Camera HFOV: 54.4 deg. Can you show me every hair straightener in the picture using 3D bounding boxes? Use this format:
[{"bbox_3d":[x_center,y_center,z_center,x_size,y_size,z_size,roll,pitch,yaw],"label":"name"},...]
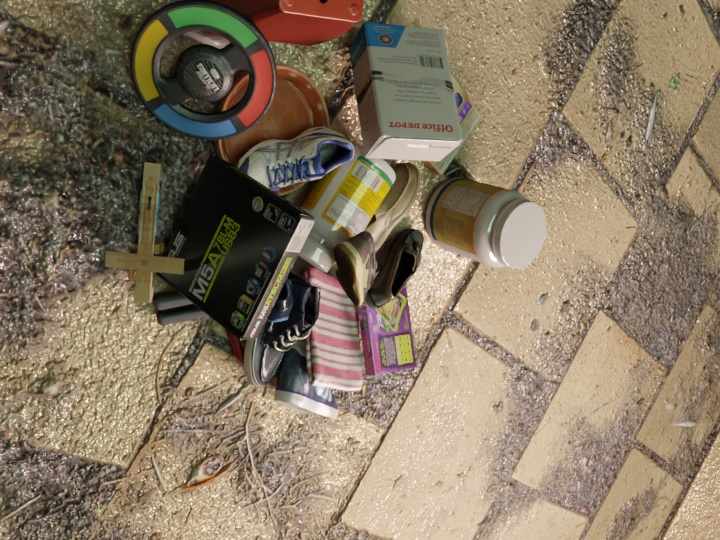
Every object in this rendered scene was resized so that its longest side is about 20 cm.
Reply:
[{"bbox_3d":[-0.199,0.054,1.155,0.077,0.041,0.202,-29,117,-26],"label":"hair straightener"}]

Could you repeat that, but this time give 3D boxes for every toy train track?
[{"bbox_3d":[-0.309,-0.055,1.026,0.113,0.033,0.203,6,97,-2],"label":"toy train track"}]

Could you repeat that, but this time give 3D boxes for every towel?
[{"bbox_3d":[-0.044,0.105,1.214,0.146,0.030,0.202,18,64,-54],"label":"towel"}]

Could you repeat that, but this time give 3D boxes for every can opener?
[{"bbox_3d":[-0.217,0.046,1.082,0.198,0.067,0.053,-9,113,-10],"label":"can opener"}]

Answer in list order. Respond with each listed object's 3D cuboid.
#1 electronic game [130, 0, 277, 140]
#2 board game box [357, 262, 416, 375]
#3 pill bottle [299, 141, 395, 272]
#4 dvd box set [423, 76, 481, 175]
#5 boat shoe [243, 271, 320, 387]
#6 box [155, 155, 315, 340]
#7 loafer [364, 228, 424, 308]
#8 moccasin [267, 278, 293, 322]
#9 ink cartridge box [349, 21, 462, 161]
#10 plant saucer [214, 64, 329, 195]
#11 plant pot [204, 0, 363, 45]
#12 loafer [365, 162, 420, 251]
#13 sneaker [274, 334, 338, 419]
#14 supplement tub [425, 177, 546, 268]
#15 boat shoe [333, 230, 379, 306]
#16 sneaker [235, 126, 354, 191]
[{"bbox_3d":[-0.214,-0.270,0.963,0.197,0.042,0.202,-2,130,-2],"label":"electronic game"},{"bbox_3d":[0.046,0.086,1.294,0.119,0.032,0.203,0,82,-50],"label":"board game box"},{"bbox_3d":[-0.036,-0.103,1.170,0.113,0.112,0.201,37,82,-39],"label":"pill bottle"},{"bbox_3d":[0.129,-0.292,1.282,0.200,0.029,0.147,40,80,-40],"label":"dvd box set"},{"bbox_3d":[-0.126,0.102,1.143,0.074,0.092,0.202,0,102,-57],"label":"boat shoe"},{"bbox_3d":[-0.185,-0.034,1.012,0.201,0.192,0.047,-62,156,11],"label":"box"},{"bbox_3d":[0.078,-0.006,1.282,0.072,0.063,0.201,54,49,-23],"label":"loafer"},{"bbox_3d":[-0.142,-0.022,1.070,0.080,0.201,0.068,-17,155,-26],"label":"moccasin"},{"bbox_3d":[0.070,-0.285,1.130,0.144,0.084,0.202,-1,75,-22],"label":"ink cartridge box"},{"bbox_3d":[-0.139,-0.219,1.103,0.199,0.032,0.203,-14,115,-34],"label":"plant saucer"},{"bbox_3d":[-0.094,-0.424,0.972,0.198,0.176,0.202,-7,109,-36],"label":"plant pot"},{"bbox_3d":[0.036,-0.111,1.246,0.067,0.076,0.201,35,83,-46],"label":"loafer"},{"bbox_3d":[-0.081,0.180,1.258,0.200,0.080,0.148,42,57,-60],"label":"sneaker"},{"bbox_3d":[0.235,-0.089,1.325,0.143,0.199,0.146,-14,114,-33],"label":"supplement tub"},{"bbox_3d":[0.000,0.000,1.151,0.065,0.073,0.200,-35,164,-13],"label":"boat shoe"},{"bbox_3d":[-0.101,-0.167,1.074,0.199,0.088,0.076,-32,125,-23],"label":"sneaker"}]
